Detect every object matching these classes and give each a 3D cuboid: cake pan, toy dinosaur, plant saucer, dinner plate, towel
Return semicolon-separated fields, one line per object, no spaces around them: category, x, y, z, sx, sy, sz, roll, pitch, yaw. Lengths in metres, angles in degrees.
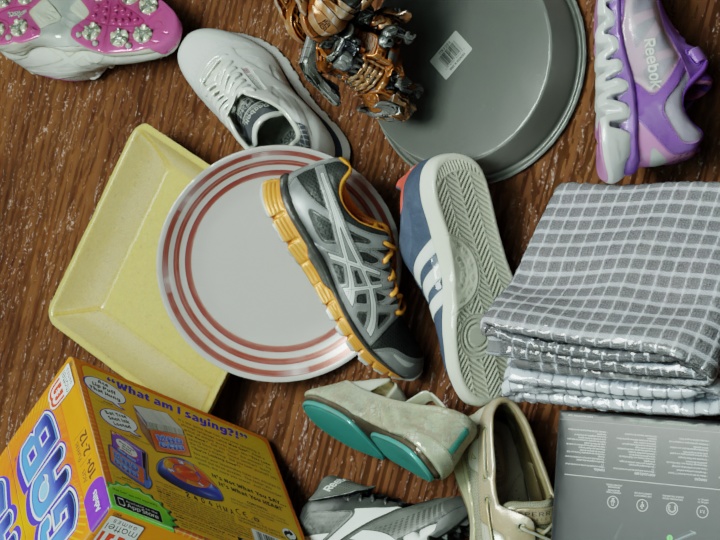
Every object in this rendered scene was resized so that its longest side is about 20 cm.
cake pan;0.084;-0.169;1.725;0.200;0.037;0.200;-3;84;32
toy dinosaur;-0.012;-0.209;1.666;0.102;0.200;0.136;15;58;39
plant saucer;-0.153;0.004;1.852;0.200;0.048;0.200;34;102;30
dinner plate;-0.066;-0.006;1.756;0.200;0.024;0.200;-1;107;-3
towel;0.198;0.014;1.571;0.200;0.086;0.166;4;55;34

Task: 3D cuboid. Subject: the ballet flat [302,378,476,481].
ballet flat;0.027;0.119;1.707;0.062;0.067;0.200;-46;31;-15

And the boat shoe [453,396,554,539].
boat shoe;0.123;0.195;1.636;0.065;0.072;0.200;-46;53;55

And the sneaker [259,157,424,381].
sneaker;0.000;0.000;1.709;0.077;0.078;0.200;-31;105;6

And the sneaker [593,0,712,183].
sneaker;0.220;-0.160;1.620;0.088;0.080;0.200;-2;69;6

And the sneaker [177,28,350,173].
sneaker;-0.093;-0.145;1.810;0.200;0.080;0.076;42;109;30

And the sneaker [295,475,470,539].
sneaker;0.001;0.202;1.724;0.200;0.066;0.091;-25;75;30

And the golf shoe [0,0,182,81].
golf shoe;-0.238;-0.207;1.911;0.200;0.092;0.075;7;64;26

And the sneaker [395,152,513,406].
sneaker;0.073;0.009;1.704;0.084;0.075;0.200;-7;91;59

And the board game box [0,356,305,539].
board game box;-0.185;0.231;1.717;0.200;0.200;0.200;-53;31;19

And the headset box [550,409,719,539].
headset box;0.233;0.206;1.561;0.174;0.093;0.200;2;87;32
